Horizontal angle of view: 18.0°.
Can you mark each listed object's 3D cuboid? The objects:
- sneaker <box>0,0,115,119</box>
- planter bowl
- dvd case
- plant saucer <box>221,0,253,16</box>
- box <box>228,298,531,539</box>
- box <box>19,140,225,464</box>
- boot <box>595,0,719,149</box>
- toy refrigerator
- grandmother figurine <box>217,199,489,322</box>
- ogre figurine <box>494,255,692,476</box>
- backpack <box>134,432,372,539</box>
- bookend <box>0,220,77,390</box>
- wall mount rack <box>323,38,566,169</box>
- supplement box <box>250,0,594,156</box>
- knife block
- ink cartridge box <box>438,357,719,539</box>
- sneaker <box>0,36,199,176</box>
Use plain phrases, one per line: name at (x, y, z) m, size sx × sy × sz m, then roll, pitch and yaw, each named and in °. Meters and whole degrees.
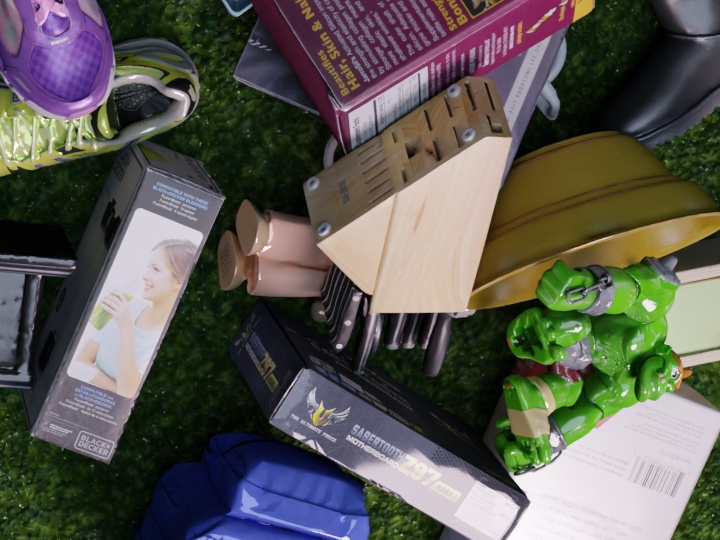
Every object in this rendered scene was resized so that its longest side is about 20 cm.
sneaker at (-0.211, -0.197, 1.465) m, size 0.080 × 0.088 × 0.202 m, roll -15°, pitch 89°, yaw -11°
planter bowl at (0.150, -0.043, 1.574) m, size 0.199 × 0.200 × 0.084 m, roll -17°, pitch 81°, yaw -10°
dvd case at (0.032, -0.160, 1.549) m, size 0.199 × 0.016 × 0.150 m, roll 23°, pitch 83°, yaw 3°
plant saucer at (-0.114, -0.272, 1.521) m, size 0.070 × 0.019 × 0.201 m, roll -35°, pitch 103°, yaw -1°
box at (0.011, 0.108, 1.600) m, size 0.199 × 0.158 × 0.051 m, roll 33°, pitch 96°, yaw -20°
box at (-0.165, 0.016, 1.552) m, size 0.060 × 0.117 × 0.201 m, roll 22°, pitch 100°, yaw -17°
boot at (0.206, -0.204, 1.610) m, size 0.164 × 0.066 × 0.201 m, roll -32°, pitch 117°, yaw -18°
toy refrigerator at (0.291, 0.017, 1.697) m, size 0.198 × 0.070 × 0.077 m, roll -10°, pitch 107°, yaw -13°
grandmother figurine at (0.000, 0.000, 1.609) m, size 0.199 × 0.061 × 0.121 m, roll 8°, pitch 147°, yaw -25°
ogre figurine at (0.159, 0.055, 1.560) m, size 0.119 × 0.098 × 0.201 m, roll -21°, pitch 125°, yaw -24°
backpack at (-0.070, 0.202, 1.585) m, size 0.162 × 0.200 × 0.169 m, roll 23°, pitch 89°, yaw -15°
bookend at (-0.307, 0.067, 1.539) m, size 0.197 × 0.092 × 0.202 m, roll 6°, pitch 104°, yaw -17°
wall mount rack at (0.042, -0.146, 1.588) m, size 0.199 × 0.075 × 0.174 m, roll -36°, pitch 80°, yaw -4°
supplement box at (0.040, -0.188, 1.486) m, size 0.199 × 0.103 × 0.131 m, roll -30°, pitch 76°, yaw -5°
knife block at (0.051, -0.015, 1.526) m, size 0.199 × 0.064 × 0.175 m, roll -33°, pitch 132°, yaw 17°
ink cartridge box at (0.159, 0.162, 1.694) m, size 0.146 × 0.083 × 0.201 m, roll 21°, pitch 98°, yaw -19°
sneaker at (-0.204, -0.107, 1.527) m, size 0.199 × 0.076 × 0.076 m, roll -21°, pitch 111°, yaw -7°
